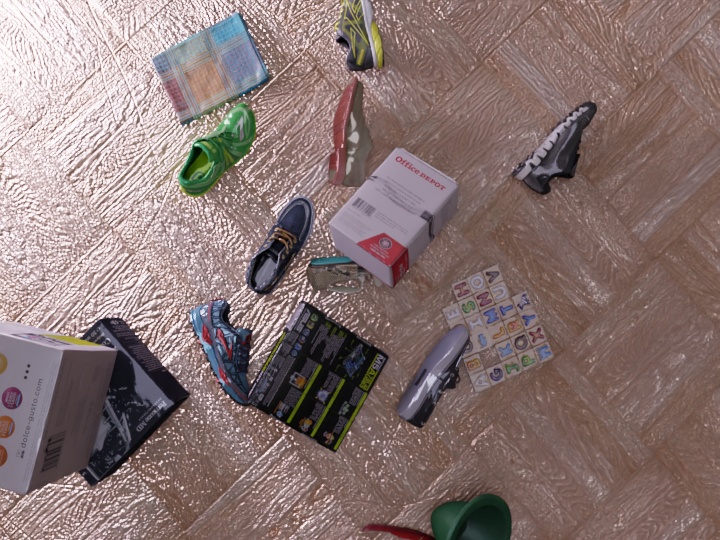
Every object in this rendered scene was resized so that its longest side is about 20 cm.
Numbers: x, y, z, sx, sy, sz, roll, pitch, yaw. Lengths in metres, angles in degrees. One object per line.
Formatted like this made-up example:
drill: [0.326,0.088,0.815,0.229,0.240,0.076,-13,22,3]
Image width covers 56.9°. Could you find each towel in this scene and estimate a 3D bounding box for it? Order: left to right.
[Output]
towel: [-0.284,-0.384,1.262,0.196,0.022,0.149,-28,86,-2]

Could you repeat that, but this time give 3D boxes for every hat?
hat: [0.150,0.453,1.211,0.198,0.174,0.169,28,82,-36]

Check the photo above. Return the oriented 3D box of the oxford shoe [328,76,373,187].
oxford shoe: [-0.012,-0.255,1.243,0.072,0.071,0.206,9,89,-21]

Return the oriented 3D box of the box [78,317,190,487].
box: [-0.445,0.224,1.169,0.200,0.124,0.197,-44,89,-3]

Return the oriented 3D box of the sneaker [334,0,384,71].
sneaker: [-0.016,-0.472,1.245,0.082,0.074,0.205,-18,86,-1]

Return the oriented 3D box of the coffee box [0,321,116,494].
coffee box: [-0.521,0.195,1.008,0.192,0.200,0.205,14,85,2]

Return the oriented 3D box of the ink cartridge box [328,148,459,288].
ink cartridge box: [0.062,-0.095,1.172,0.145,0.083,0.201,34,70,23]

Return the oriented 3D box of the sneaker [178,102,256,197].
sneaker: [-0.261,-0.220,1.220,0.073,0.084,0.202,36,86,2]

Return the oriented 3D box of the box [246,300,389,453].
box: [-0.075,0.190,1.188,0.191,0.047,0.203,32,86,-18]

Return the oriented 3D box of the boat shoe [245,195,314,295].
boat shoe: [-0.142,-0.047,1.205,0.070,0.091,0.204,26,86,1]

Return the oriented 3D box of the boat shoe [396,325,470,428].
boat shoe: [0.146,0.197,1.207,0.066,0.070,0.202,37,83,-15]

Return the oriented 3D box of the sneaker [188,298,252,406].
sneaker: [-0.231,0.144,1.197,0.094,0.079,0.204,-28,87,-5]

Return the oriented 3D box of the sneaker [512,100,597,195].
sneaker: [0.379,-0.221,1.239,0.090,0.066,0.200,44,90,0]

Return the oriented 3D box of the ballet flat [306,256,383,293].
ballet flat: [0.000,0.000,1.222,0.194,0.068,0.077,-12,106,-2]

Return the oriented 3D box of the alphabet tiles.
alphabet tiles: [0.251,0.101,1.241,0.164,0.008,0.205,-23,87,-2]
